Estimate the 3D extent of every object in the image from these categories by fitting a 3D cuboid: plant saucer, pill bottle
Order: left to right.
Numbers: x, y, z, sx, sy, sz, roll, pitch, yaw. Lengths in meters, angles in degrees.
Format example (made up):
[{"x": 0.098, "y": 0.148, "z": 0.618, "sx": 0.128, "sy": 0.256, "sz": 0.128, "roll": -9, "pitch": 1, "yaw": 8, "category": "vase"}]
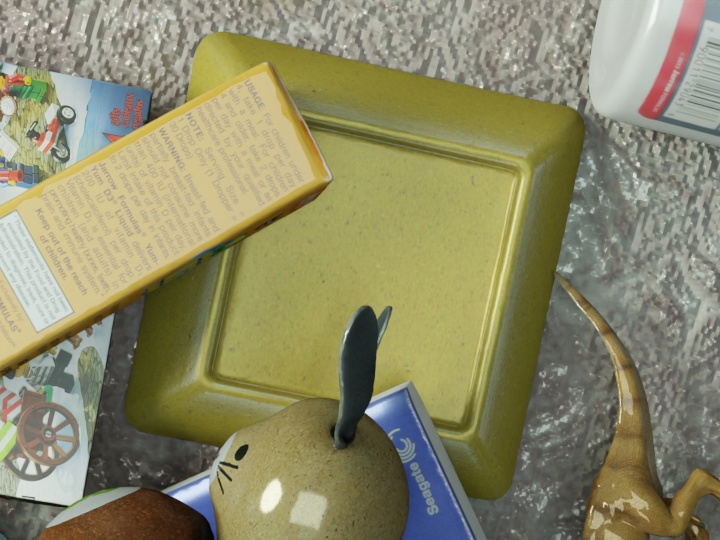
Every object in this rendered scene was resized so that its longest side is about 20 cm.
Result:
[{"x": 0.000, "y": 0.000, "z": 1.089, "sx": 0.198, "sy": 0.048, "sz": 0.202, "roll": 12, "pitch": 92, "yaw": -6, "category": "plant saucer"}, {"x": 0.220, "y": -0.106, "z": 1.071, "sx": 0.199, "sy": 0.120, "sz": 0.120, "roll": 15, "pitch": 91, "yaw": -7, "category": "pill bottle"}]

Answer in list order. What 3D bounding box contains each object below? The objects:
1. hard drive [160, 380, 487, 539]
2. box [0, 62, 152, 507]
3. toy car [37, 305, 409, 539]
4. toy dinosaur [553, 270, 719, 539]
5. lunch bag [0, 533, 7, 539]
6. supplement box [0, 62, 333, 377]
[{"x": -0.038, "y": 0.153, "z": 1.075, "sx": 0.199, "sy": 0.025, "sz": 0.133, "roll": -24, "pitch": 95, "yaw": 12, "category": "hard drive"}, {"x": -0.181, "y": 0.003, "z": 1.056, "sx": 0.136, "sy": 0.038, "sz": 0.202, "roll": 10, "pitch": 81, "yaw": -8, "category": "box"}, {"x": -0.044, "y": 0.101, "z": 0.979, "sx": 0.157, "sy": 0.164, "sz": 0.201, "roll": 29, "pitch": 93, "yaw": 3, "category": "toy car"}, {"x": 0.133, "y": 0.109, "z": 1.094, "sx": 0.106, "sy": 0.060, "sz": 0.202, "roll": 14, "pitch": 84, "yaw": -20, "category": "toy dinosaur"}, {"x": -0.201, "y": 0.183, "z": 1.007, "sx": 0.127, "sy": 0.170, "sz": 0.200, "roll": -41, "pitch": 91, "yaw": 4, "category": "lunch bag"}, {"x": -0.113, "y": -0.017, "z": 1.010, "sx": 0.199, "sy": 0.067, "sz": 0.069, "roll": -32, "pitch": 90, "yaw": -7, "category": "supplement box"}]
